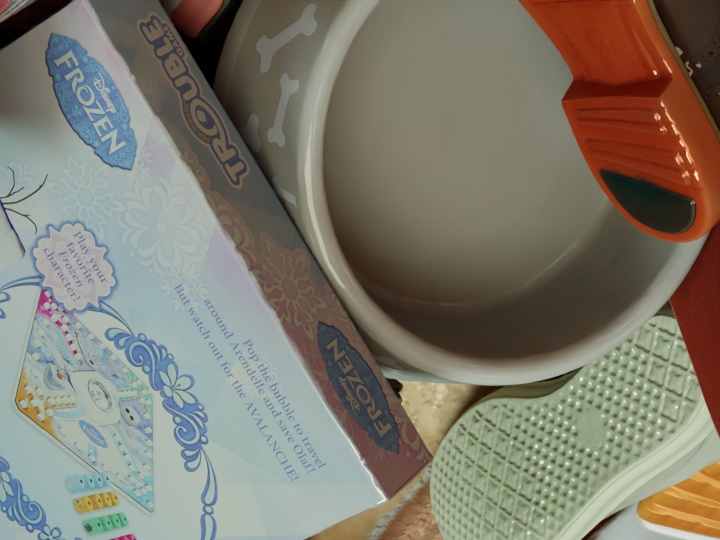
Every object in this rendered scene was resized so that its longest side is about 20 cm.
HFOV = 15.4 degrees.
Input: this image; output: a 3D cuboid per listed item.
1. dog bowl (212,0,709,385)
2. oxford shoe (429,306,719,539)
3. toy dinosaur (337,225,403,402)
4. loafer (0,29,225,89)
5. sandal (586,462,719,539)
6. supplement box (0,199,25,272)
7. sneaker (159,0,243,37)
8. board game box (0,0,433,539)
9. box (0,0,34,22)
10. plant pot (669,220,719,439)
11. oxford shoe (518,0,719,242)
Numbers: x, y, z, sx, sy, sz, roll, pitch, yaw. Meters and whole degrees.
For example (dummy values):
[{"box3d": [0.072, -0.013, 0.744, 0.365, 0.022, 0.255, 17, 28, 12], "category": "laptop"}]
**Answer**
[{"box3d": [0.047, -0.050, 0.963, 0.200, 0.059, 0.201, -6, 105, -24], "category": "dog bowl"}, {"box3d": [0.097, 0.070, 1.079, 0.058, 0.075, 0.200, -5, 159, -38], "category": "oxford shoe"}, {"box3d": [0.000, 0.000, 1.030, 0.200, 0.077, 0.102, 10, 133, -39], "category": "toy dinosaur"}, {"box3d": [-0.099, -0.047, 1.015, 0.199, 0.076, 0.068, 2, 123, 4], "category": "loafer"}, {"box3d": [0.150, 0.095, 1.127, 0.079, 0.059, 0.207, 33, 141, -16], "category": "sandal"}, {"box3d": [-0.208, -0.072, 0.878, 0.103, 0.200, 0.101, -32, 150, -12], "category": "supplement box"}, {"box3d": [-0.042, -0.180, 0.927, 0.087, 0.074, 0.200, 33, 114, 3], "category": "sneaker"}, {"box3d": [-0.105, 0.025, 0.951, 0.199, 0.043, 0.200, -28, 95, 35], "category": "board game box"}, {"box3d": [-0.143, -0.185, 0.870, 0.095, 0.100, 0.200, -33, 97, 22], "category": "box"}, {"box3d": [0.237, -0.029, 0.964, 0.199, 0.200, 0.177, 15, 113, -10], "category": "plant pot"}, {"box3d": [0.093, -0.111, 0.909, 0.071, 0.073, 0.200, 13, 133, 47], "category": "oxford shoe"}]
